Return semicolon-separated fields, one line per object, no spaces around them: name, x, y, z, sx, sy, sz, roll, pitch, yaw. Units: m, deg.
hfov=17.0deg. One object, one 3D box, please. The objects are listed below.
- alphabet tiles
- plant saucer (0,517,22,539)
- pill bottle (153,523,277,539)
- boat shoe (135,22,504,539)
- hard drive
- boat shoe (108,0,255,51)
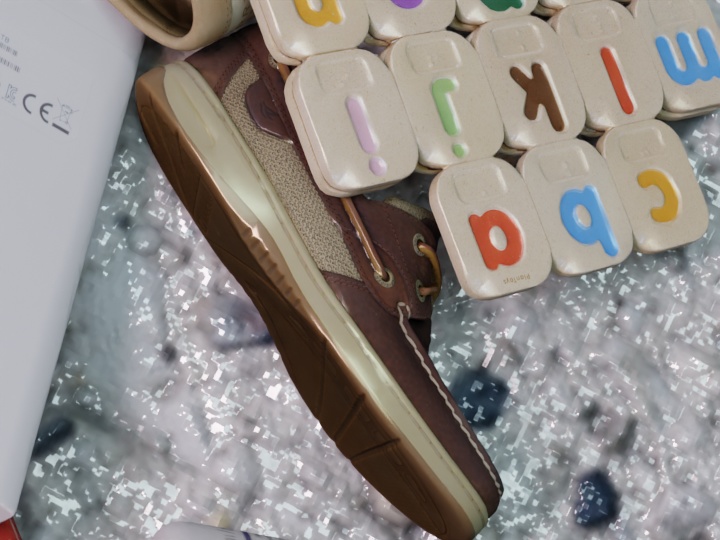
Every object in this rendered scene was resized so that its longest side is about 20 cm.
alphabet tiles;0.050;-0.090;0.880;0.200;0.015;0.196;-15;79;-36
plant saucer;-0.192;0.073;0.754;0.200;0.037;0.200;-18;83;-44
pill bottle;0.021;0.157;0.782;0.200;0.120;0.120;11;74;-11
boat shoe;0.000;0.000;0.851;0.072;0.072;0.200;-31;79;-17
hard drive;-0.149;-0.032;0.796;0.132;0.025;0.200;30;54;-28
boat shoe;-0.108;-0.161;0.849;0.200;0.071;0.065;44;41;4
